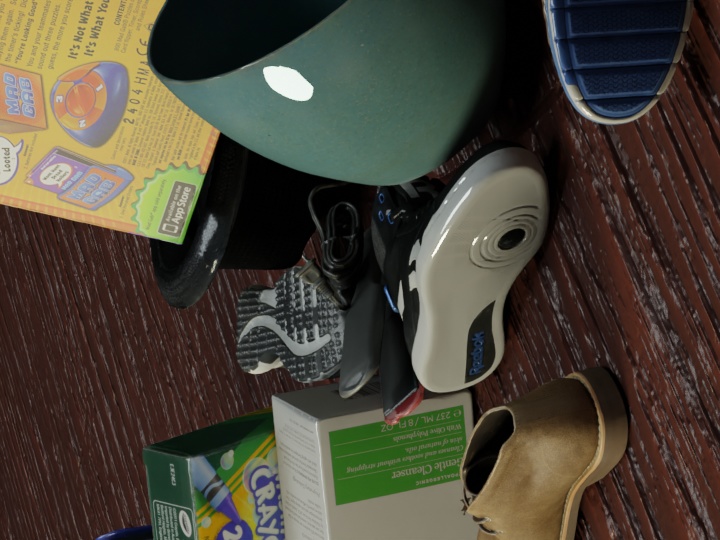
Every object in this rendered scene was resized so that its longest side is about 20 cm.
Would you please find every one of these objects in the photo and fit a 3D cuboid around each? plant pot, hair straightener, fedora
[{"bbox_3d":[0.002,-0.125,1.397,0.135,0.200,0.200,51,175,-28],"label":"plant pot"},{"bbox_3d":[0.000,0.000,1.545,0.041,0.077,0.200,-40,33,35],"label":"hair straightener"},{"bbox_3d":[-0.075,-0.063,1.708,0.201,0.091,0.201,-167,90,-72],"label":"fedora"}]

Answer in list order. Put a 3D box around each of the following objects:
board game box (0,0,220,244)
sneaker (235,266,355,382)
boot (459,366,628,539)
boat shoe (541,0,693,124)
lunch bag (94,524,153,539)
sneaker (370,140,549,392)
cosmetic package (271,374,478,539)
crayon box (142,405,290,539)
[{"bbox_3d":[-0.180,-0.171,1.588,0.200,0.200,0.200,-96,23,-54],"label":"board game box"},{"bbox_3d":[-0.020,0.034,1.654,0.200,0.080,0.074,-176,88,-72],"label":"sneaker"},{"bbox_3d":[0.082,0.121,1.411,0.200,0.075,0.074,108,146,-54],"label":"boot"},{"bbox_3d":[0.114,-0.168,1.211,0.072,0.072,0.200,174,96,-75],"label":"boat shoe"},{"bbox_3d":[-0.102,0.236,1.835,0.200,0.170,0.128,-146,49,-66],"label":"lunch bag"},{"bbox_3d":[0.045,-0.029,1.445,0.200,0.073,0.112,103,149,-50],"label":"sneaker"},{"bbox_3d":[0.015,0.170,1.573,0.085,0.107,0.200,-160,61,-66],"label":"cosmetic package"},{"bbox_3d":[-0.041,0.150,1.628,0.052,0.200,0.126,7,107,46],"label":"crayon box"}]
